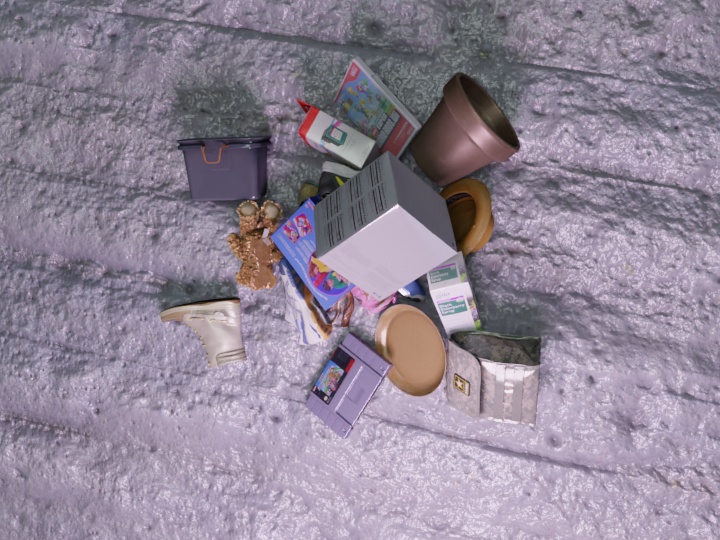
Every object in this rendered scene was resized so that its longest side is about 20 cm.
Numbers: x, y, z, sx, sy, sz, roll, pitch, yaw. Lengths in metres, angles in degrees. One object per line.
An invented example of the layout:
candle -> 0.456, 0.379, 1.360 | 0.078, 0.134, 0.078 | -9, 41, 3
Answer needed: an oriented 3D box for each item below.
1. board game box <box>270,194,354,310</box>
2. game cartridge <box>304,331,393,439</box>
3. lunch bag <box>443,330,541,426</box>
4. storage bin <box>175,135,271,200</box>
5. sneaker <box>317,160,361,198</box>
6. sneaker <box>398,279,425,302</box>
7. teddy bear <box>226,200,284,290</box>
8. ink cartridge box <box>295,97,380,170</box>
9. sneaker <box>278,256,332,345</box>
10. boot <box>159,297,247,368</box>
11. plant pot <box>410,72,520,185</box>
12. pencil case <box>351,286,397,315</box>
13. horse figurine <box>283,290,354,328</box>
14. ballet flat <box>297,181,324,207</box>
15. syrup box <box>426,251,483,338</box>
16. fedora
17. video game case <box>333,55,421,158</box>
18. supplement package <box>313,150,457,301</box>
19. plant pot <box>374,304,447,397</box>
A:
board game box -> -0.082, -0.037, 1.494 | 0.134, 0.045, 0.201 | -39, 86, 27
game cartridge -> -0.030, 0.253, 1.564 | 0.129, 0.038, 0.202 | 34, 100, 18
lunch bag -> 0.268, 0.219, 1.457 | 0.197, 0.118, 0.166 | 5, 121, 14
storage bin -> -0.297, -0.225, 1.561 | 0.197, 0.146, 0.137 | -1, 103, 10
sneaker -> -0.007, -0.164, 1.472 | 0.198, 0.074, 0.086 | 22, 92, 35
sneaker -> 0.084, -0.023, 1.522 | 0.077, 0.076, 0.201 | -35, 88, 15
teddy bear -> -0.227, -0.060, 1.570 | 0.143, 0.067, 0.203 | -20, 114, -18
ink cartridge box -> -0.060, -0.283, 1.513 | 0.198, 0.116, 0.068 | 30, 90, 8
sneaker -> -0.141, 0.070, 1.535 | 0.087, 0.075, 0.202 | -26, 87, 30
boot -> -0.361, 0.149, 1.618 | 0.197, 0.072, 0.157 | -7, 94, 10
plant pot -> 0.201, -0.272, 1.449 | 0.174, 0.200, 0.201 | -38, 85, 29
pencil case -> 0.000, 0.000, 1.538 | 0.082, 0.087, 0.201 | -33, 86, -23
horse figurine -> -0.085, 0.041, 1.571 | 0.199, 0.050, 0.134 | 35, 104, 10
ballet flat -> -0.047, -0.137, 1.543 | 0.197, 0.071, 0.072 | 17, 96, 13
syrup box -> 0.193, 0.056, 1.442 | 0.078, 0.201, 0.082 | -14, 53, 10
fedora -> 0.215, -0.091, 1.474 | 0.081, 0.200, 0.203 | 21, 99, -33
video game case -> 0.033, -0.335, 1.496 | 0.017, 0.143, 0.200 | -38, 84, -30
supplement package -> 0.045, -0.081, 1.362 | 0.199, 0.190, 0.149 | -32, 44, 27
plant pot -> 0.111, 0.168, 1.508 | 0.198, 0.027, 0.203 | 14, 110, 42
